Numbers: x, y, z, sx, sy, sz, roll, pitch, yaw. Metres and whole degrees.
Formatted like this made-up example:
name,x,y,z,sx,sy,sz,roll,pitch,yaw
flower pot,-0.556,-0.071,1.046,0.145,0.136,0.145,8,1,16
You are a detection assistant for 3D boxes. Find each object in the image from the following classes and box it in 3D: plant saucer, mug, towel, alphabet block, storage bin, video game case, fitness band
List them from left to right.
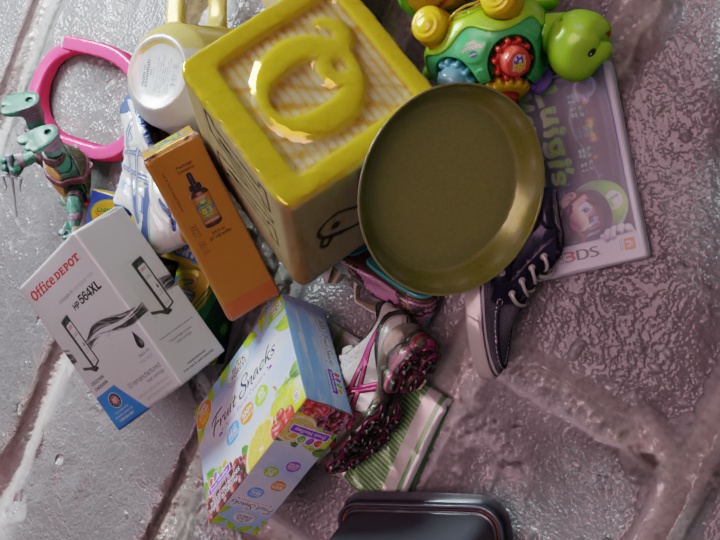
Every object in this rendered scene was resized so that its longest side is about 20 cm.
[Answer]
name,x,y,z,sx,sy,sz,roll,pitch,yaw
fitness band,-0.342,-0.217,1.468,0.198,0.037,0.146,18,98,28
mug,-0.195,-0.228,1.326,0.149,0.153,0.188,-37,73,23
alphabet block,-0.046,-0.141,1.185,0.194,0.200,0.197,-36,72,-11
towel,-0.006,0.159,1.298,0.198,0.023,0.154,29,102,26
storage bin,0.046,0.323,1.193,0.197,0.134,0.148,-3,102,28
plant saucer,0.082,-0.077,1.092,0.031,0.197,0.203,34,108,62
video game case,0.192,-0.094,1.196,0.179,0.023,0.203,-13,83,26

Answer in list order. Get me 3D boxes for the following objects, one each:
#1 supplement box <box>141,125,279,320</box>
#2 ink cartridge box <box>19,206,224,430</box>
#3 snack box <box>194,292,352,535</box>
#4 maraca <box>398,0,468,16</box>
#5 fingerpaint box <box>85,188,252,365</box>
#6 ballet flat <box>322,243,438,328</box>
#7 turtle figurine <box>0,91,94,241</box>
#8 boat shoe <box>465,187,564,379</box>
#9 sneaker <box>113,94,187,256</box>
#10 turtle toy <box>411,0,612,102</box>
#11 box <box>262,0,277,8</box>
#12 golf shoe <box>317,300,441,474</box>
name,x,y,z,sx,sy,sz,roll,pitch,yaw
supplement box,-0.161,-0.051,1.250,0.066,0.069,0.202,-27,111,-5
ink cartridge box,-0.269,0.054,1.296,0.146,0.084,0.201,-35,92,41
snack box,-0.101,0.155,1.263,0.201,0.067,0.170,-51,33,26
maraca,0.102,-0.339,1.160,0.107,0.138,0.200,36,71,24
fingerpaint box,-0.245,0.006,1.393,0.198,0.073,0.170,17,96,26
ballet flat,0.000,0.000,1.277,0.199,0.069,0.072,39,125,22
turtle figurine,-0.379,-0.118,1.427,0.149,0.201,0.101,35,62,25
boat shoe,0.156,0.007,1.162,0.091,0.075,0.204,-2,90,21
sneaker,-0.254,-0.109,1.330,0.087,0.075,0.202,-27,65,14
turtle toy,0.150,-0.217,1.148,0.198,0.145,0.103,-16,78,26
box,-0.061,-0.331,1.270,0.200,0.021,0.165,-43,67,58
golf shoe,0.006,0.128,1.241,0.092,0.072,0.201,46,113,34
